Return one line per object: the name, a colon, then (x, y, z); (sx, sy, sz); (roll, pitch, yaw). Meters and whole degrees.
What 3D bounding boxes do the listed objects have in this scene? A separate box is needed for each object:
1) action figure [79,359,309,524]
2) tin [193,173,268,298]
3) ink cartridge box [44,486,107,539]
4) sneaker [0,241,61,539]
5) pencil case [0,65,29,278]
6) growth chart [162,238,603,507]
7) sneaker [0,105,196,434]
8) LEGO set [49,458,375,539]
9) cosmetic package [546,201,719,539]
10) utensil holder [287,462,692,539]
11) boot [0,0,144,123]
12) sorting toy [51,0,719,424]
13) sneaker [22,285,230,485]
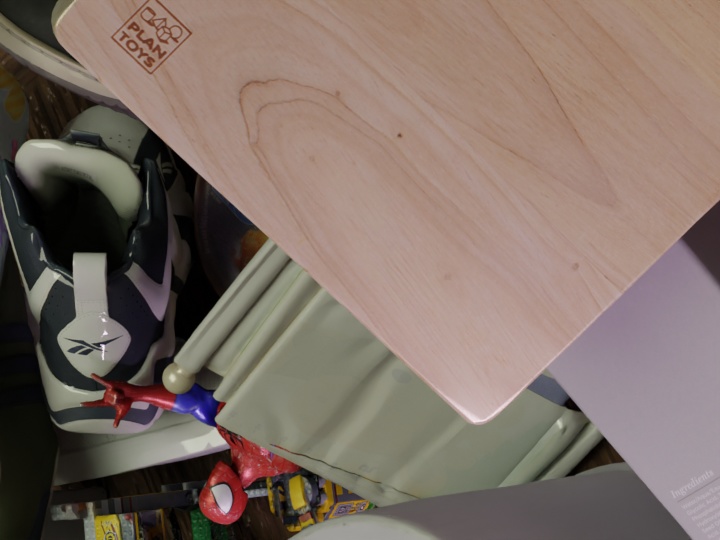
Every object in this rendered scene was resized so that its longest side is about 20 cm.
action figure: (-0.049, 0.015, 1.074); (0.065, 0.099, 0.200); (24, 99, 45)
tin: (0.000, 0.000, 1.132); (0.200, 0.042, 0.112); (48, 122, 29)
ink cartridge box: (-0.237, 0.159, 1.273); (0.200, 0.116, 0.068); (-13, 82, 37)
sneaker: (-0.185, 0.062, 1.183); (0.067, 0.090, 0.200); (-18, 47, 10)
pencil case: (-0.200, -0.011, 1.129); (0.091, 0.083, 0.200); (-49, 30, 43)
growth chart: (0.020, 0.048, 1.037); (0.145, 0.200, 0.018); (-42, 31, 26)
sneaker: (-0.120, -0.037, 1.137); (0.130, 0.079, 0.199); (91, -177, -46)
LEGO set: (-0.068, 0.172, 1.135); (0.154, 0.116, 0.200); (1, 92, 39)
cosmetic package: (0.146, 0.037, 0.922); (0.090, 0.107, 0.200); (-34, 100, 33)
utensil holder: (0.066, 0.167, 0.976); (0.170, 0.200, 0.170); (1, 92, 38)
boot: (-0.055, -0.127, 0.894); (0.200, 0.073, 0.151); (30, 108, 31)
sorting toy: (0.036, -0.090, 0.803); (0.199, 0.200, 0.070); (-45, 21, 6)
sneaker: (-0.112, 0.040, 1.199); (0.200, 0.074, 0.116); (-12, 86, 39)
